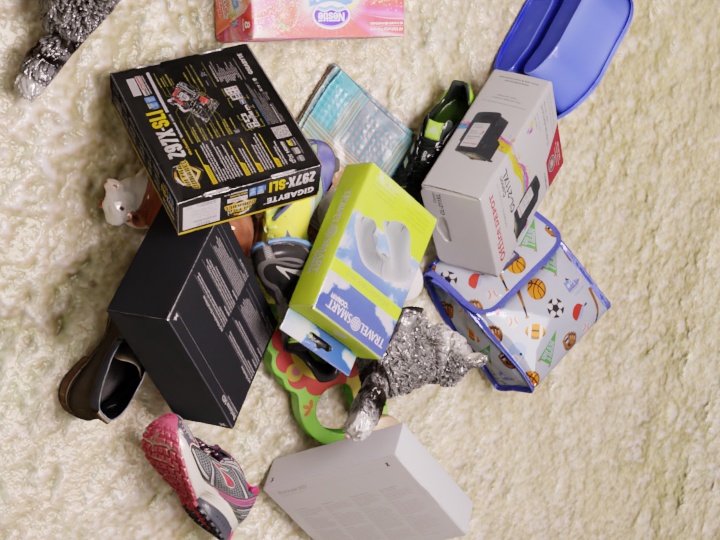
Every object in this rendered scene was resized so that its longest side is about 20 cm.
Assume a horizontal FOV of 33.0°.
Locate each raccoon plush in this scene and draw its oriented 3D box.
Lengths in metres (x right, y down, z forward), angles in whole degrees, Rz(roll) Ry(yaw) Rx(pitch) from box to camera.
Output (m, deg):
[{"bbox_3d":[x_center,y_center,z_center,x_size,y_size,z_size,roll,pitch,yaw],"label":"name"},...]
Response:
[{"bbox_3d":[0.059,0.135,1.390,0.133,0.096,0.202,35,64,-18],"label":"raccoon plush"},{"bbox_3d":[-0.310,-0.284,1.185,0.134,0.097,0.201,39,78,-22],"label":"raccoon plush"}]

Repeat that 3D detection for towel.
[{"bbox_3d":[-0.031,-0.120,1.433,0.146,0.022,0.201,38,77,-30],"label":"towel"}]

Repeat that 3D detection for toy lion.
[{"bbox_3d":[-0.032,0.109,1.447,0.189,0.068,0.203,8,93,-26],"label":"toy lion"}]

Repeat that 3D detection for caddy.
[{"bbox_3d":[0.261,-0.282,1.525,0.105,0.141,0.202,35,79,-26],"label":"caddy"}]

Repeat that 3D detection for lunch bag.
[{"bbox_3d":[0.193,0.027,1.543,0.170,0.124,0.201,-42,101,-20],"label":"lunch bag"}]

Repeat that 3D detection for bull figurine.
[{"bbox_3d":[-0.186,-0.080,1.309,0.199,0.065,0.123,26,91,-38],"label":"bull figurine"}]

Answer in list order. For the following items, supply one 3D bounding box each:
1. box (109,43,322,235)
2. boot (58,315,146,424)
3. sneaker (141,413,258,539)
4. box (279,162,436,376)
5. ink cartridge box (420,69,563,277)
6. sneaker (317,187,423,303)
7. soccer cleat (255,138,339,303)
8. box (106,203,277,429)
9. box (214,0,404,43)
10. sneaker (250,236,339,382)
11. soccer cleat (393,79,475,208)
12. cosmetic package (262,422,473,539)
[{"bbox_3d":[-0.151,-0.141,1.248,0.158,0.201,0.050,-18,145,-21],"label":"box"},{"bbox_3d":[-0.234,0.078,1.286,0.075,0.097,0.201,39,76,-30],"label":"boot"},{"bbox_3d":[-0.178,0.218,1.347,0.075,0.080,0.201,-48,141,-23],"label":"sneaker"},{"bbox_3d":[0.000,0.000,1.315,0.122,0.047,0.202,37,66,-37],"label":"box"},{"bbox_3d":[0.164,-0.116,1.468,0.201,0.082,0.147,-58,148,-28],"label":"ink cartridge box"},{"bbox_3d":[0.029,-0.016,1.434,0.076,0.088,0.200,-56,134,-13],"label":"sneaker"},{"bbox_3d":[-0.087,-0.054,1.342,0.083,0.064,0.202,-10,128,-50],"label":"soccer cleat"},{"bbox_3d":[-0.169,0.050,1.266,0.201,0.078,0.142,70,32,-49],"label":"box"},{"bbox_3d":[-0.056,-0.306,1.345,0.198,0.094,0.104,-7,102,-32],"label":"box"},{"bbox_3d":[-0.060,0.043,1.328,0.070,0.083,0.201,-16,128,11],"label":"sneaker"},{"bbox_3d":[0.082,-0.139,1.459,0.202,0.067,0.081,-63,162,-17],"label":"soccer cleat"},{"bbox_3d":[0.008,0.262,1.413,0.151,0.198,0.052,49,39,-29],"label":"cosmetic package"}]
